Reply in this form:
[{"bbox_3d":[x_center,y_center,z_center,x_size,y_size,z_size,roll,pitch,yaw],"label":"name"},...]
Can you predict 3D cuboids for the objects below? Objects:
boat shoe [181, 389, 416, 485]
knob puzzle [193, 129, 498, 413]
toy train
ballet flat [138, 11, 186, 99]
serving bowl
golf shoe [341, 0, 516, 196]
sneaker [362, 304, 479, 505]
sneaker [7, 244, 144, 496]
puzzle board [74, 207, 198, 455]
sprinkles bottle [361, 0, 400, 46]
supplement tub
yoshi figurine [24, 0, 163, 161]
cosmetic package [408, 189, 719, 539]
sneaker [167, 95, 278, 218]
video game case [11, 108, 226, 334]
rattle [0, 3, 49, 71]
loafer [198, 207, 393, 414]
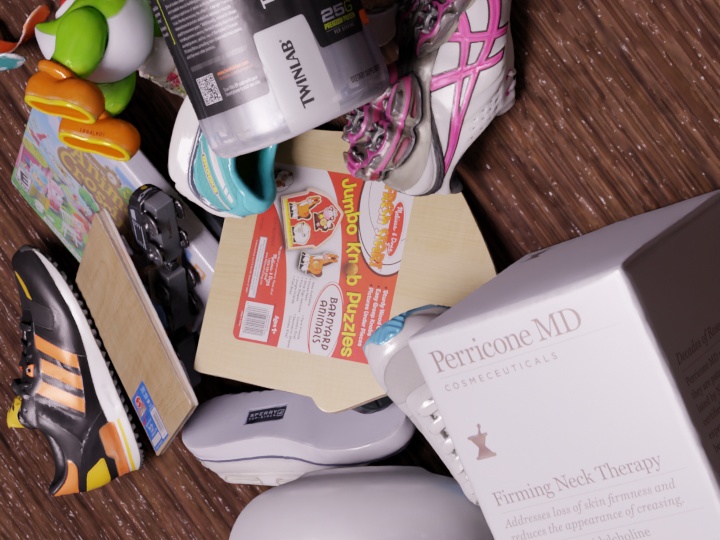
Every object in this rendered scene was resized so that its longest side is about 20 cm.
[{"bbox_3d":[-0.037,0.129,1.399,0.199,0.071,0.070,-9,133,31],"label":"boat shoe"},{"bbox_3d":[0.000,0.000,1.288,0.218,0.030,0.222,-2,80,14],"label":"knob puzzle"},{"bbox_3d":[-0.139,0.016,1.343,0.046,0.034,0.201,37,148,32],"label":"toy train"},{"bbox_3d":[-0.170,-0.189,1.345,0.200,0.064,0.076,49,129,6],"label":"ballet flat"},{"bbox_3d":[0.004,0.172,1.315,0.199,0.199,0.066,-10,78,37],"label":"serving bowl"},{"bbox_3d":[0.064,-0.141,1.208,0.201,0.092,0.073,-64,31,20],"label":"golf shoe"},{"bbox_3d":[0.075,0.097,1.230,0.076,0.081,0.200,-34,129,14],"label":"sneaker"},{"bbox_3d":[-0.245,0.082,1.485,0.201,0.090,0.070,67,165,-10],"label":"sneaker"},{"bbox_3d":[-0.163,0.048,1.378,0.152,0.017,0.200,63,162,8],"label":"puzzle board"},{"bbox_3d":[0.002,-0.240,1.188,0.068,0.068,0.201,26,128,23],"label":"sprinkles bottle"},{"bbox_3d":[-0.070,-0.180,1.149,0.122,0.122,0.201,-16,101,38],"label":"supplement tub"},{"bbox_3d":[-0.141,-0.179,1.269,0.111,0.201,0.112,26,160,-23],"label":"yoshi figurine"},{"bbox_3d":[0.167,0.083,1.164,0.167,0.166,0.201,-20,97,39],"label":"cosmetic package"},{"bbox_3d":[-0.069,-0.134,1.257,0.079,0.077,0.202,18,104,44],"label":"sneaker"},{"bbox_3d":[-0.180,-0.036,1.403,0.200,0.022,0.182,50,151,7],"label":"video game case"},{"bbox_3d":[-0.314,-0.129,1.471,0.198,0.130,0.144,-10,118,10],"label":"rattle"},{"bbox_3d":[-0.045,0.024,1.357,0.201,0.073,0.072,53,149,11],"label":"loafer"}]
